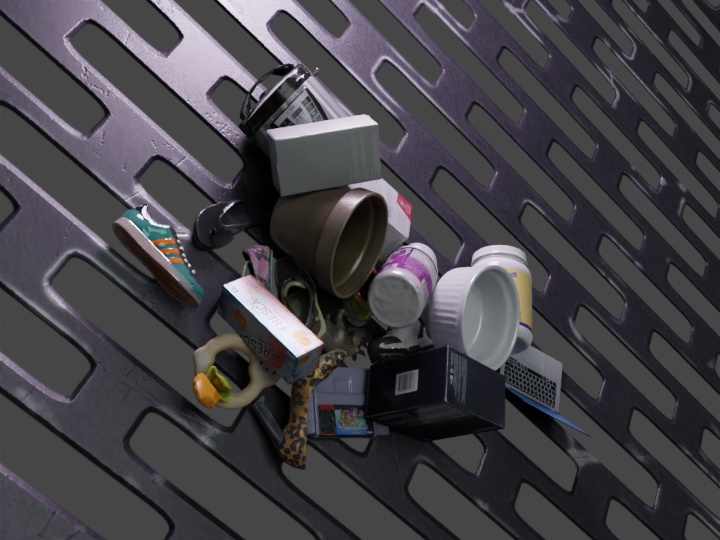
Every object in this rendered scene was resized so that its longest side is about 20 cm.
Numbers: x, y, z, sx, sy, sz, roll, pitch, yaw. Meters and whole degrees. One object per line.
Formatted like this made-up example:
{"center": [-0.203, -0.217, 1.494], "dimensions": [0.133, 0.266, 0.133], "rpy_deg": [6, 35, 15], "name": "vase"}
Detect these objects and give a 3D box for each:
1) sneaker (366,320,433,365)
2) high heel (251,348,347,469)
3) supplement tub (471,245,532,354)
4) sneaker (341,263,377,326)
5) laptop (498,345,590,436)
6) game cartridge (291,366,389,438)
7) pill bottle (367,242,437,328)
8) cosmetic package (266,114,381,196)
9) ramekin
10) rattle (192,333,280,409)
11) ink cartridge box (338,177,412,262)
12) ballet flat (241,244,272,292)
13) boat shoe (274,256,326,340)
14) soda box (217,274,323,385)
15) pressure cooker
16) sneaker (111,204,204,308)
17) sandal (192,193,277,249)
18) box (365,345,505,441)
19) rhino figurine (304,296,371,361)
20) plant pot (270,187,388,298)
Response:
{"center": [0.067, 0.135, 1.588], "dimensions": [0.198, 0.073, 0.081], "rpy_deg": [-1, 61, -58], "name": "sneaker"}
{"center": [-0.076, 0.240, 1.408], "dimensions": [0.198, 0.072, 0.144], "rpy_deg": [-35, 78, -5], "name": "high heel"}
{"center": [0.299, 0.065, 1.742], "dimensions": [0.143, 0.145, 0.205], "rpy_deg": [19, 61, -27], "name": "supplement tub"}
{"center": [0.000, 0.000, 1.593], "dimensions": [0.077, 0.090, 0.205], "rpy_deg": [-5, 73, -34], "name": "sneaker"}
{"center": [0.404, 0.244, 1.761], "dimensions": [0.185, 0.115, 0.204], "rpy_deg": [28, 57, -23], "name": "laptop"}
{"center": [-0.035, 0.246, 1.505], "dimensions": [0.196, 0.038, 0.133], "rpy_deg": [8, 63, -33], "name": "game cartridge"}
{"center": [0.088, 0.020, 1.549], "dimensions": [0.113, 0.112, 0.200], "rpy_deg": [51, 26, -6], "name": "pill bottle"}
{"center": [-0.065, -0.209, 1.459], "dimensions": [0.195, 0.090, 0.110], "rpy_deg": [-8, 114, -12], "name": "cosmetic package"}
{"center": [0.218, 0.089, 1.567], "dimensions": [0.198, 0.096, 0.207], "rpy_deg": [-4, 96, -47], "name": "ramekin"}
{"center": [-0.179, 0.158, 1.340], "dimensions": [0.194, 0.143, 0.134], "rpy_deg": [-7, 72, -10], "name": "rattle"}
{"center": [0.006, -0.136, 1.627], "dimensions": [0.199, 0.086, 0.149], "rpy_deg": [39, 28, -13], "name": "ink cartridge box"}
{"center": [-0.185, 0.054, 1.460], "dimensions": [0.069, 0.069, 0.206], "rpy_deg": [-3, 75, -17], "name": "ballet flat"}
{"center": [-0.114, 0.042, 1.462], "dimensions": [0.070, 0.067, 0.203], "rpy_deg": [-23, 52, -2], "name": "boat shoe"}
{"center": [-0.153, 0.097, 1.354], "dimensions": [0.199, 0.065, 0.068], "rpy_deg": [40, 40, 27], "name": "soda box"}
{"center": [-0.133, -0.291, 1.570], "dimensions": [0.200, 0.178, 0.177], "rpy_deg": [46, 37, -9], "name": "pressure cooker"}
{"center": [-0.329, -0.029, 1.385], "dimensions": [0.201, 0.071, 0.080], "rpy_deg": [48, 56, -7], "name": "sneaker"}
{"center": [-0.229, -0.102, 1.503], "dimensions": [0.198, 0.043, 0.077], "rpy_deg": [-30, 89, -39], "name": "sandal"}
{"center": [0.140, 0.234, 1.504], "dimensions": [0.180, 0.197, 0.107], "rpy_deg": [30, 55, -38], "name": "box"}
{"center": [-0.053, 0.119, 1.527], "dimensions": [0.197, 0.059, 0.089], "rpy_deg": [23, 56, -28], "name": "rhino figurine"}
{"center": [-0.068, -0.074, 1.491], "dimensions": [0.171, 0.203, 0.200], "rpy_deg": [23, 48, 23], "name": "plant pot"}
